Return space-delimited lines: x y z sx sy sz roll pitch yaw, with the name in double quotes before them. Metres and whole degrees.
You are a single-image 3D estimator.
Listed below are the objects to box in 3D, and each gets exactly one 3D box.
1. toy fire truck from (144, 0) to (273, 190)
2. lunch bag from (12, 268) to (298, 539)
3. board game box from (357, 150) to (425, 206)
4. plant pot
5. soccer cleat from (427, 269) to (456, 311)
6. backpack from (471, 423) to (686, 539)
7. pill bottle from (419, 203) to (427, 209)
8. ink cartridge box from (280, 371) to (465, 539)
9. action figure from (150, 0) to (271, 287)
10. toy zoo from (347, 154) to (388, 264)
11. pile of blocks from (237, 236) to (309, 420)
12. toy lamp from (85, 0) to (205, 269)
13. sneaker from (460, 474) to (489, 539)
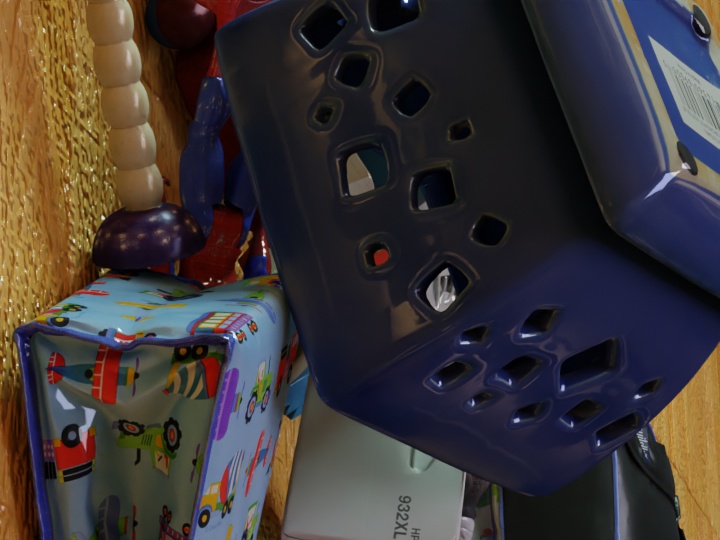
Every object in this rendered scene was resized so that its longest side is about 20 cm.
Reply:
"toy fire truck" -0.044 -0.142 1.400 0.168 0.112 0.200 -60 145 -35
"lunch bag" -0.081 0.108 1.188 0.151 0.094 0.200 -41 133 -76
"board game box" 0.043 -0.126 1.518 0.158 0.039 0.200 49 -53 55
"plant pot" 0.076 -0.039 1.248 0.200 0.180 0.200 27 38 -54
"soccer cleat" 0.059 0.019 1.740 0.200 0.085 0.069 11 74 -75
"backpack" 0.136 0.168 1.852 0.200 0.147 0.183 24 60 -69
"pill bottle" 0.054 -0.065 1.695 0.200 0.114 0.115 -34 117 -74
"ink cartridge box" 0.006 0.144 1.384 0.200 0.084 0.145 94 4 -46
"action figure" -0.067 -0.029 1.313 0.065 0.052 0.200 12 83 -33
"toy zoo" 0.000 0.000 1.541 0.131 0.020 0.200 -121 -168 -55
"pile of blocks" -0.044 0.027 1.427 0.062 0.082 0.200 43 -7 17
"toy lamp" -0.108 -0.104 1.210 0.058 0.058 0.200 -51 136 -70
"sneaker" 0.060 0.080 1.612 0.200 0.075 0.114 -54 -159 31
